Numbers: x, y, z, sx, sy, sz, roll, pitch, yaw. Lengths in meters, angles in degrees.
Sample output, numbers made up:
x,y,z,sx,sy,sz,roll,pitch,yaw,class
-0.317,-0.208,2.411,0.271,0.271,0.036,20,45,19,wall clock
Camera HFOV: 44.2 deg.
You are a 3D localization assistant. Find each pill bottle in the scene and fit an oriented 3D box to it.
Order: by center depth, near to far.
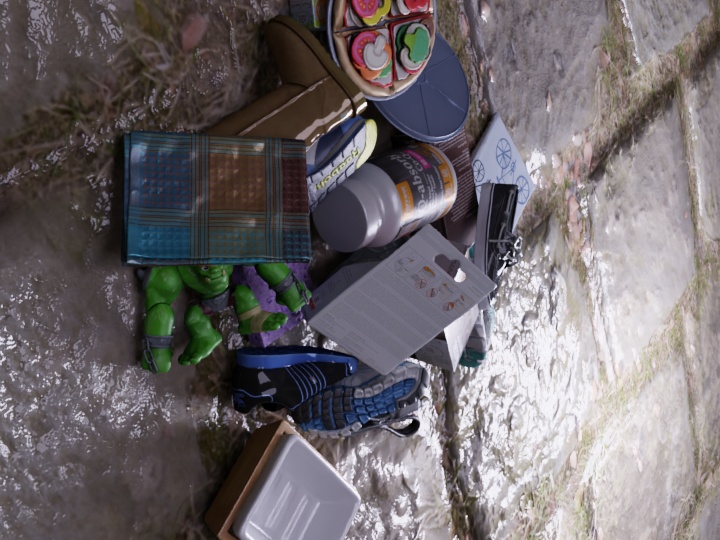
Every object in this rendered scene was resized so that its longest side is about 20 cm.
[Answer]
x,y,z,sx,sy,sz,roll,pitch,yaw,class
0.034,-0.098,1.204,0.200,0.116,0.117,-27,115,-46,pill bottle

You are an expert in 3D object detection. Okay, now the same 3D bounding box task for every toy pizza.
x,y,z,sx,sy,sz,roll,pitch,yaw,class
0.037,-0.320,1.140,0.200,0.032,0.201,-17,115,-42,toy pizza
0.073,-0.271,1.258,0.200,0.032,0.201,14,65,-32,toy pizza

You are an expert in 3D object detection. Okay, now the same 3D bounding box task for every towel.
x,y,z,sx,sy,sz,roll,pitch,yaw,class
-0.153,-0.077,0.944,0.199,0.022,0.147,0,77,-15,towel

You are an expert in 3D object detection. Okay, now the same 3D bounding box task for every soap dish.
x,y,z,sx,sy,sz,roll,pitch,yaw,class
-0.097,0.302,1.124,0.200,0.081,0.158,53,56,-40,soap dish

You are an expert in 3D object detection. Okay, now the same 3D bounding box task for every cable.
x,y,z,sx,sy,sz,roll,pitch,yaw,class
0.027,0.213,1.313,0.199,0.050,0.098,-12,119,-37,cable

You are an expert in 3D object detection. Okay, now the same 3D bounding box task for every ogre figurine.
x,y,z,sx,sy,sz,roll,pitch,yaw,class
-0.165,0.026,0.994,0.098,0.199,0.120,-106,175,-75,ogre figurine

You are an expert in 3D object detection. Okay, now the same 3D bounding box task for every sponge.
x,y,z,sx,sy,sz,roll,pitch,yaw,class
-0.115,-0.019,1.100,0.111,0.030,0.201,-33,119,-45,sponge

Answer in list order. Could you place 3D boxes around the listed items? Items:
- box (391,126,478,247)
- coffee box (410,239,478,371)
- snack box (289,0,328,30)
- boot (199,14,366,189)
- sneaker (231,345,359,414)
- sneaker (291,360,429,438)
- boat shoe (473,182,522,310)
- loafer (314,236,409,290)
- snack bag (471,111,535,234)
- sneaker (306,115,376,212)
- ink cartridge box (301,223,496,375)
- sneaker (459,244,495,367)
x,y,z,sx,sy,sz,roll,pitch,yaw,class
0.119,-0.126,1.339,0.100,0.075,0.201,-34,119,-44,box
0.112,0.051,1.298,0.113,0.080,0.200,-64,157,-24,coffee box
-0.006,-0.388,1.154,0.200,0.053,0.143,-16,106,-42,snack box
-0.117,-0.192,1.029,0.200,0.175,0.066,-38,160,-17,boot
-0.084,0.140,1.135,0.200,0.070,0.078,5,95,-44,sneaker
-0.009,0.168,1.226,0.199,0.087,0.075,-15,113,-24,sneaker
0.209,-0.037,1.332,0.074,0.068,0.200,60,35,-62,boat shoe
0.000,0.000,1.231,0.200,0.063,0.072,-31,94,-48,loafer
0.227,-0.133,1.508,0.189,0.021,0.200,53,55,-39,snack bag
-0.072,-0.126,1.071,0.200,0.082,0.074,-41,154,-21,sneaker
0.048,0.030,1.128,0.200,0.050,0.162,-41,129,14,ink cartridge box
0.186,0.054,1.458,0.091,0.077,0.201,-19,114,-64,sneaker
